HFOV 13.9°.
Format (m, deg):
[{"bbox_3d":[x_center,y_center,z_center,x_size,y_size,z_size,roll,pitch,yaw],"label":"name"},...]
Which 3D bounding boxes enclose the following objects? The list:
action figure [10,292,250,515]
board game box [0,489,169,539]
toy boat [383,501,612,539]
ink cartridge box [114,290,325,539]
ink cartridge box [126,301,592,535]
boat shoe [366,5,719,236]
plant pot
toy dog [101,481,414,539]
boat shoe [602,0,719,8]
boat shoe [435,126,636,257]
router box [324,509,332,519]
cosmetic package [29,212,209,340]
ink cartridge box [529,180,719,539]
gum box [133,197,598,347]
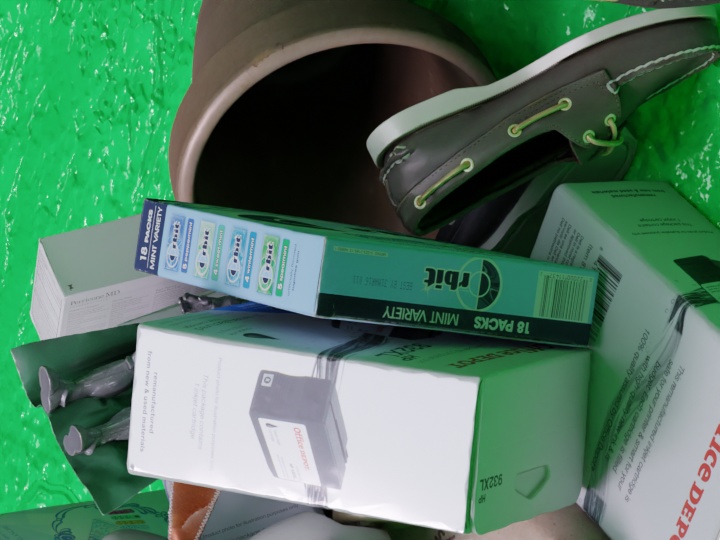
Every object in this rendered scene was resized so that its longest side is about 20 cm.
[{"bbox_3d":[-0.082,0.053,1.670,0.118,0.200,0.055,59,153,23],"label":"action figure"},{"bbox_3d":[-0.130,0.202,1.878,0.200,0.199,0.043,30,117,49],"label":"board game box"},{"bbox_3d":[0.094,0.176,1.639,0.200,0.131,0.131,42,101,29],"label":"toy boat"},{"bbox_3d":[-0.072,0.129,1.749,0.145,0.085,0.200,81,171,-66],"label":"ink cartridge box"},{"bbox_3d":[0.001,0.073,1.535,0.200,0.145,0.084,8,98,27],"label":"ink cartridge box"},{"bbox_3d":[0.104,-0.081,1.574,0.072,0.200,0.060,56,-168,-70],"label":"boat shoe"},{"bbox_3d":[-0.025,-0.107,1.740,0.175,0.200,0.200,-109,35,-49],"label":"plant pot"},{"bbox_3d":[-0.062,0.161,1.589,0.200,0.096,0.132,-24,67,17],"label":"toy dog"},{"bbox_3d":[0.124,-0.168,1.507,0.061,0.201,0.072,-91,10,-70],"label":"boat shoe"},{"bbox_3d":[0.079,-0.031,1.679,0.200,0.074,0.060,-54,52,37],"label":"boat shoe"},{"bbox_3d":[0.025,0.149,1.786,0.157,0.052,0.200,-37,64,49],"label":"router box"},{"bbox_3d":[-0.099,-0.004,1.803,0.083,0.200,0.051,109,142,-55],"label":"cosmetic package"},{"bbox_3d":[0.166,0.065,1.562,0.200,0.083,0.147,48,129,41],"label":"ink cartridge box"},{"bbox_3d":[0.000,0.000,1.576,0.200,0.170,0.045,11,94,59],"label":"gum box"}]
